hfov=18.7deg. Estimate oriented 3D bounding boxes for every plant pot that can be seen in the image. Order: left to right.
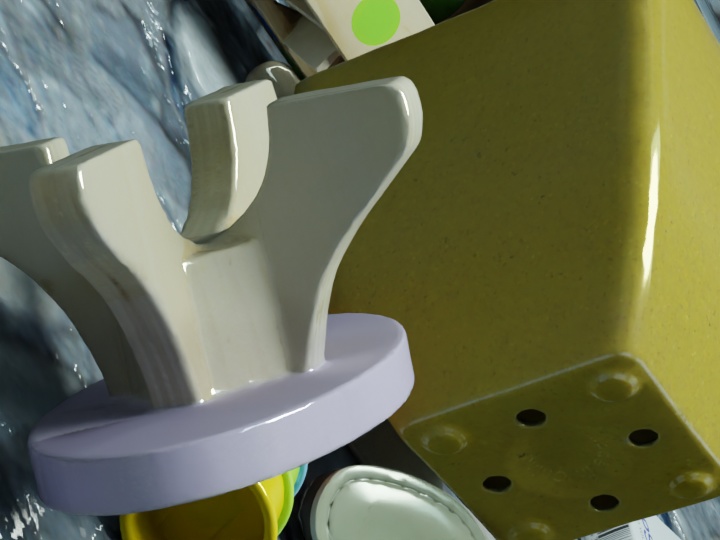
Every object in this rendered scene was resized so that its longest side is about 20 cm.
[{"bbox_3d":[0.093,0.009,1.008,0.196,0.194,0.201,49,31,-39],"label":"plant pot"}]

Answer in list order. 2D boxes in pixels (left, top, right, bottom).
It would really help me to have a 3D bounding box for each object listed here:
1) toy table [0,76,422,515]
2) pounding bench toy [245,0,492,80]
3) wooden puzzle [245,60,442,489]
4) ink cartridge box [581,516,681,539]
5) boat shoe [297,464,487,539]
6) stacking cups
[{"bbox_3d":[-0.058,0.002,0.777,0.200,0.183,0.118,-63,143,-78],"label":"toy table"},{"bbox_3d":[-0.005,-0.169,1.200,0.156,0.124,0.200,54,-4,-31],"label":"pounding bench toy"},{"bbox_3d":[0.000,0.000,1.122,0.186,0.046,0.200,56,19,-25],"label":"wooden puzzle"},{"bbox_3d":[0.211,0.256,1.383,0.200,0.043,0.197,41,28,-49],"label":"ink cartridge box"},{"bbox_3d":[0.038,0.153,1.001,0.201,0.072,0.060,41,-18,-28],"label":"boat shoe"},{"bbox_3d":[-0.046,0.065,0.889,0.061,0.060,0.200,61,15,-11],"label":"stacking cups"}]
